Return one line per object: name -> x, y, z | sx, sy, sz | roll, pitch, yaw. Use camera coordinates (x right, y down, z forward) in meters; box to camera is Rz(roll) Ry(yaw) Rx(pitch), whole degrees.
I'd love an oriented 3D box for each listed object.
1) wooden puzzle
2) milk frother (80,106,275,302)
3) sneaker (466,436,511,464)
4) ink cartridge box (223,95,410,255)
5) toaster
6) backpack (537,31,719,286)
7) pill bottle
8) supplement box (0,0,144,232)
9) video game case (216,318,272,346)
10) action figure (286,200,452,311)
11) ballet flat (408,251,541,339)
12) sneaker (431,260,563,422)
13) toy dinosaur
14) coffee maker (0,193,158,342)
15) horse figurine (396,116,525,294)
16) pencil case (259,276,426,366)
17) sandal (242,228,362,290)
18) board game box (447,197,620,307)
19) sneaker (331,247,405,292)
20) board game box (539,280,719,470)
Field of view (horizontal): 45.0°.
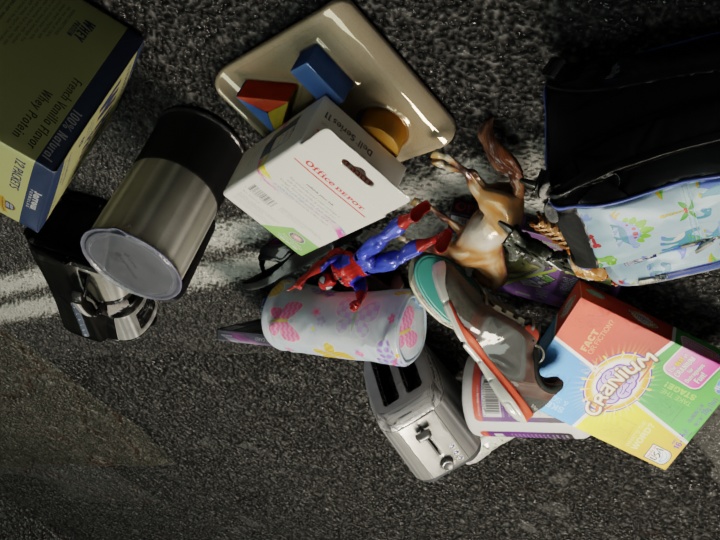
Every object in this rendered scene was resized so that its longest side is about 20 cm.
wooden puzzle -> -0.032, -0.160, 0.880 | 0.199, 0.047, 0.185 | -17, 130, 43
milk frother -> -0.168, -0.055, 0.973 | 0.198, 0.189, 0.181 | 3, 143, 25
sneaker -> 0.189, 0.226, 1.233 | 0.199, 0.101, 0.075 | -7, 168, 43
ink cartridge box -> -0.038, -0.096, 0.875 | 0.117, 0.068, 0.199 | 39, 147, -22
toaster -> 0.079, 0.176, 1.185 | 0.113, 0.201, 0.129 | -30, 124, 10
backpack -> 0.258, -0.093, 0.693 | 0.199, 0.184, 0.147 | -13, 138, 27
pill bottle -> 0.238, 0.155, 1.098 | 0.198, 0.112, 0.112 | -3, 139, 25
supplement box -> -0.364, -0.189, 0.888 | 0.199, 0.201, 0.134 | 30, 147, -13
video game case -> -0.075, 0.087, 1.188 | 0.198, 0.019, 0.143 | 5, -174, 25
action figure -> 0.000, 0.000, 0.940 | 0.065, 0.099, 0.200 | 51, 143, -10
ballet flat -> 0.125, 0.046, 1.019 | 0.200, 0.068, 0.062 | 37, 173, -17
sneaker -> 0.150, 0.064, 0.943 | 0.082, 0.077, 0.201 | -33, 99, 7
toy dinosaur -> 0.211, -0.034, 0.820 | 0.135, 0.102, 0.200 | 35, 172, 34
coffee maker -> -0.390, -0.008, 1.242 | 0.192, 0.135, 0.201 | 37, 150, 21
horse figurine -> 0.118, -0.058, 0.899 | 0.132, 0.050, 0.201 | 29, 138, 6
pencil case -> -0.020, 0.060, 1.039 | 0.199, 0.091, 0.083 | 6, 154, 29
sandal -> -0.079, -0.029, 1.081 | 0.200, 0.075, 0.048 | -26, 97, 39
board game box -> 0.193, -0.012, 0.974 | 0.198, 0.032, 0.121 | 16, 141, 11
sneaker -> -0.027, 0.018, 1.115 | 0.198, 0.076, 0.116 | 0, 129, 22
board game box -> 0.295, 0.121, 0.977 | 0.199, 0.040, 0.154 | 25, 118, -3
